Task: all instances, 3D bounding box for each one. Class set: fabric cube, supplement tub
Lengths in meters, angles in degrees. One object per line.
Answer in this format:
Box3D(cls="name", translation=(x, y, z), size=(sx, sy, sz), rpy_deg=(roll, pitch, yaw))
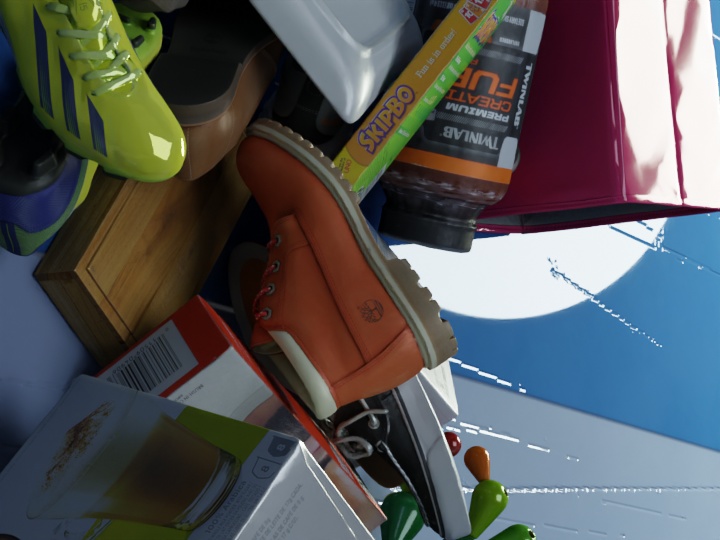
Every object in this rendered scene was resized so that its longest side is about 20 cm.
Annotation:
Box3D(cls="fabric cube", translation=(0.157, -0.138, 1.696), size=(0.200, 0.196, 0.200), rpy_deg=(1, 85, -57))
Box3D(cls="supplement tub", translation=(0.067, -0.117, 1.574), size=(0.107, 0.107, 0.201), rpy_deg=(4, 99, -57))

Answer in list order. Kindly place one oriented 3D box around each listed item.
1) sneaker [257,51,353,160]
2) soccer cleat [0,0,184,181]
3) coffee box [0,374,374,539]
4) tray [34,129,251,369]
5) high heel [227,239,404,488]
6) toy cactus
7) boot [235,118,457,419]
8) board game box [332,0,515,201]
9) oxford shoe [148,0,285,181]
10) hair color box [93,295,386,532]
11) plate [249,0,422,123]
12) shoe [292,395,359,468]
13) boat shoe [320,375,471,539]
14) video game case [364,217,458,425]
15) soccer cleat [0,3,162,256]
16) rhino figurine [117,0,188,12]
Box3D(cls="sneaker", translation=(-0.013, -0.154, 1.505), size=(0.200, 0.074, 0.079), rpy_deg=(-72, -176, -49))
Box3D(cls="soccer cleat", translation=(-0.162, -0.139, 1.216), size=(0.065, 0.084, 0.200), rpy_deg=(-26, 76, -43))
Box3D(cls="coffee box", translation=(-0.106, 0.209, 1.188), size=(0.200, 0.197, 0.200), rpy_deg=(-53, 131, -23))
Box3D(cls="tray", translation=(-0.128, -0.035, 1.379), size=(0.099, 0.037, 0.200), rpy_deg=(59, 39, -35))
Box3D(cls="high heel", translation=(-0.015, 0.060, 1.481), size=(0.200, 0.067, 0.096), rpy_deg=(48, 15, 7))
Box3D(cls="toy cactus", translation=(0.046, 0.212, 1.549), size=(0.164, 0.102, 0.201), rpy_deg=(-13, 60, -20))
Box3D(cls="boot", translation=(-0.038, -0.003, 1.338), size=(0.200, 0.107, 0.075), rpy_deg=(54, -10, 23))
Box3D(cls="board game box", translation=(0.045, -0.128, 1.454), size=(0.200, 0.030, 0.096), rpy_deg=(-49, 175, -10))
Box3D(cls="oxford shoe", translation=(-0.088, -0.126, 1.382), size=(0.200, 0.071, 0.072), rpy_deg=(-60, 156, -51))
Box3D(cls="hair color box", translation=(-0.082, 0.120, 1.352), size=(0.200, 0.111, 0.064), rpy_deg=(50, 2, -43))
Box3D(cls="plate", translation=(-0.034, -0.204, 1.417), size=(0.200, 0.032, 0.200), rpy_deg=(51, 22, -5))
Box3D(cls="shoe", translation=(-0.016, 0.100, 1.520), size=(0.200, 0.053, 0.070), rpy_deg=(-44, 122, -51))
Box3D(cls="boat shoe", translation=(0.007, 0.087, 1.389), size=(0.074, 0.068, 0.200), rpy_deg=(176, -110, -86))
Box3D(cls="video game case", translation=(0.000, 0.000, 1.504), size=(0.200, 0.018, 0.143), rpy_deg=(50, 17, -29))
Box3D(cls="soccer cleat", translation=(-0.176, -0.090, 1.306), size=(0.200, 0.064, 0.084), rpy_deg=(-65, 166, -45))
Box3D(cls="rhino figurine", translation=(-0.119, -0.214, 1.385), size=(0.088, 0.060, 0.200), rpy_deg=(58, 22, -6))
